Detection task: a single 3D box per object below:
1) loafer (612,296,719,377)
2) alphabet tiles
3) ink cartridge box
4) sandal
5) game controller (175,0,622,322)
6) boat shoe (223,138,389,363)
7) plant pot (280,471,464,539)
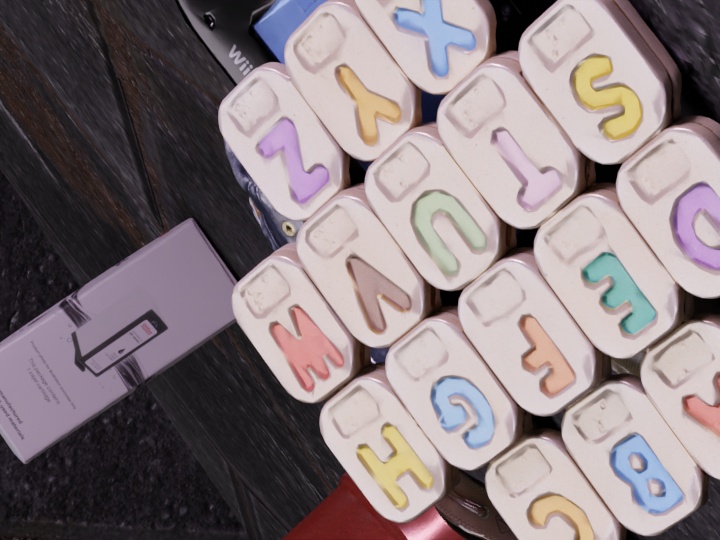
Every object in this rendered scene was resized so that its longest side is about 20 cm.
[{"bbox_3d":[0.054,-0.014,0.928,0.200,0.067,0.076,50,171,20],"label":"loafer"},{"bbox_3d":[0.039,0.000,0.846,0.196,0.015,0.200,54,133,4],"label":"alphabet tiles"},{"bbox_3d":[-0.188,0.052,1.997,0.084,0.200,0.146,56,171,-3],"label":"ink cartridge box"},{"bbox_3d":[0.067,0.119,1.314,0.080,0.057,0.202,100,151,-78],"label":"sandal"},{"bbox_3d":[0.021,-0.056,0.868,0.200,0.104,0.042,52,-156,8],"label":"game controller"},{"bbox_3d":[0.000,0.000,1.239,0.200,0.071,0.091,50,175,33],"label":"boat shoe"},{"bbox_3d":[0.002,0.231,1.713,0.201,0.195,0.201,52,171,12],"label":"plant pot"}]
